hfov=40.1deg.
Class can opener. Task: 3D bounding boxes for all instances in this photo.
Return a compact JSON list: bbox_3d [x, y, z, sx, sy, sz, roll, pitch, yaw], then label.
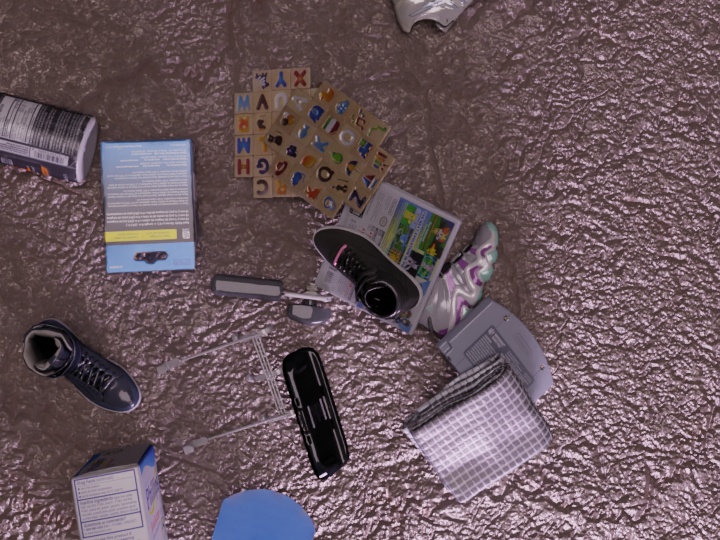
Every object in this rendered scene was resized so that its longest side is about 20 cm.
[{"bbox_3d":[-0.141,0.043,1.569,0.196,0.053,0.068,10,90,-5],"label":"can opener"}]

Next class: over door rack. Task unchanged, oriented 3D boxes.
[{"bbox_3d":[-0.206,0.183,1.561,0.197,0.067,0.150,-20,92,8],"label":"over door rack"}]

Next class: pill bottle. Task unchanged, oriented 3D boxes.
[{"bbox_3d":[-0.512,-0.209,1.508,0.196,0.106,0.108,14,88,-5],"label":"pill bottle"}]

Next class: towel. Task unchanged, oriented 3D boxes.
[{"bbox_3d":[0.184,0.250,1.542,0.198,0.086,0.166,-34,115,5],"label":"towel"}]

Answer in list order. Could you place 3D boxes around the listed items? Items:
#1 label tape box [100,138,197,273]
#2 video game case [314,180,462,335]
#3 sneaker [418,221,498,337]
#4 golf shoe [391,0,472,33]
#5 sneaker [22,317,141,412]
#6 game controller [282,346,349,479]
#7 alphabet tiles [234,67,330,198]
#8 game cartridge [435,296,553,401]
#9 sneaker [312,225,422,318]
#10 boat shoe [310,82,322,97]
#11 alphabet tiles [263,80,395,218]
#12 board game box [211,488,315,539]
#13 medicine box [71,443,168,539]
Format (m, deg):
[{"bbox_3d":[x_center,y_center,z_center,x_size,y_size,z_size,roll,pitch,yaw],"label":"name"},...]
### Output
[{"bbox_3d":[-0.329,-0.100,1.546,0.141,0.063,0.204,-2,90,-6],"label":"label tape box"},{"bbox_3d":[0.041,-0.028,1.549,0.180,0.022,0.203,26,107,11],"label":"video game case"},{"bbox_3d":[0.135,0.003,1.584,0.138,0.078,0.203,19,87,-6],"label":"sneaker"},{"bbox_3d":[0.149,-0.440,1.602,0.196,0.078,0.099,-9,107,0],"label":"golf shoe"},{"bbox_3d":[-0.425,0.153,1.495,0.201,0.146,0.077,38,85,-5],"label":"sneaker"},{"bbox_3d":[-0.071,0.223,1.552,0.042,0.104,0.204,-17,91,33],"label":"game controller"},{"bbox_3d":[-0.125,-0.218,1.565,0.163,0.006,0.204,0,91,16],"label":"alphabet tiles"},{"bbox_3d":[0.223,0.143,1.581,0.133,0.040,0.201,-40,116,-1],"label":"game cartridge"},{"bbox_3d":[0.000,0.000,1.503,0.199,0.099,0.071,35,111,9],"label":"sneaker"},{"bbox_3d":[-0.033,-0.199,1.578,0.071,0.072,0.202,-33,92,8],"label":"boat shoe"},{"bbox_3d":[-0.050,-0.187,1.529,0.199,0.006,0.168,36,100,13],"label":"alphabet tiles"},{"bbox_3d":[-0.164,0.443,1.573,0.155,0.039,0.204,17,93,-10],"label":"board game box"},{"bbox_3d":[-0.355,0.381,1.480,0.101,0.182,0.204,-8,91,-6],"label":"medicine box"}]
